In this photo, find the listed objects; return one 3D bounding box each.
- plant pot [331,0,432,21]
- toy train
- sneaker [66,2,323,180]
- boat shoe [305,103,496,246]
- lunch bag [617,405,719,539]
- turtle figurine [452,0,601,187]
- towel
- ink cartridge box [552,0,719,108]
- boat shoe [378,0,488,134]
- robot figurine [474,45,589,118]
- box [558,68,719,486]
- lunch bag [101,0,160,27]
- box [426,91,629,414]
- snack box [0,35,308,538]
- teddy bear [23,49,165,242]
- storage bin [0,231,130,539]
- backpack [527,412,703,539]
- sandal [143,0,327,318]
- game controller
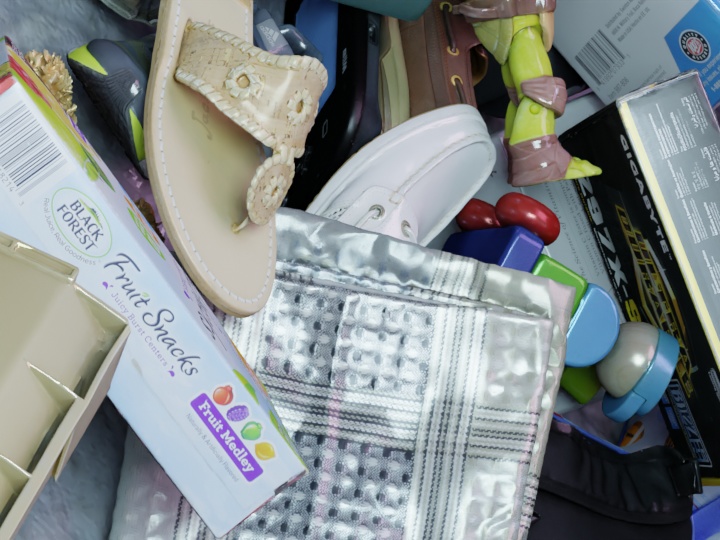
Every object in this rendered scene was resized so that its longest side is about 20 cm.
[{"bbox_3d":[0.000,-0.220,1.311,0.200,0.140,0.142,93,15,-59],"label":"plant pot"},{"bbox_3d":[0.081,0.027,1.404,0.115,0.200,0.085,31,82,-11],"label":"toy train"},{"bbox_3d":[-0.077,-0.096,1.321,0.074,0.081,0.200,55,14,3],"label":"sneaker"},{"bbox_3d":[0.000,0.000,1.338,0.200,0.069,0.071,-41,144,-14],"label":"boat shoe"},{"bbox_3d":[0.219,0.095,1.556,0.075,0.200,0.161,41,37,-14],"label":"lunch bag"},{"bbox_3d":[0.080,-0.123,1.341,0.064,0.200,0.162,-10,94,-14],"label":"turtle figurine"},{"bbox_3d":[-0.010,0.076,1.252,0.035,0.191,0.201,100,2,-75],"label":"towel"},{"bbox_3d":[0.140,-0.178,1.450,0.084,0.145,0.200,-40,87,-24],"label":"ink cartridge box"},{"bbox_3d":[0.034,-0.114,1.465,0.067,0.072,0.201,10,48,-10],"label":"boat shoe"},{"bbox_3d":[0.111,-0.164,1.590,0.199,0.125,0.151,-26,80,-33],"label":"robot figurine"},{"bbox_3d":[0.168,0.008,1.392,0.160,0.049,0.201,151,-82,-84],"label":"box"},{"bbox_3d":[-0.113,-0.237,1.361,0.201,0.117,0.164,64,32,-29],"label":"lunch bag"},{"bbox_3d":[0.111,-0.010,1.543,0.200,0.106,0.153,-24,91,-56],"label":"box"},{"bbox_3d":[-0.105,0.003,1.142,0.200,0.053,0.142,55,1,-14],"label":"snack box"},{"bbox_3d":[-0.160,-0.036,1.232,0.200,0.067,0.145,56,38,-15],"label":"teddy bear"},{"bbox_3d":[-0.212,0.059,1.002,0.198,0.094,0.200,25,42,2],"label":"storage bin"},{"bbox_3d":[0.071,0.153,1.358,0.190,0.153,0.201,42,39,-39],"label":"backpack"},{"bbox_3d":[-0.049,-0.090,1.230,0.077,0.069,0.213,21,53,-45],"label":"sandal"},{"bbox_3d":[-0.016,-0.112,1.426,0.042,0.105,0.201,10,49,-11],"label":"game controller"}]
